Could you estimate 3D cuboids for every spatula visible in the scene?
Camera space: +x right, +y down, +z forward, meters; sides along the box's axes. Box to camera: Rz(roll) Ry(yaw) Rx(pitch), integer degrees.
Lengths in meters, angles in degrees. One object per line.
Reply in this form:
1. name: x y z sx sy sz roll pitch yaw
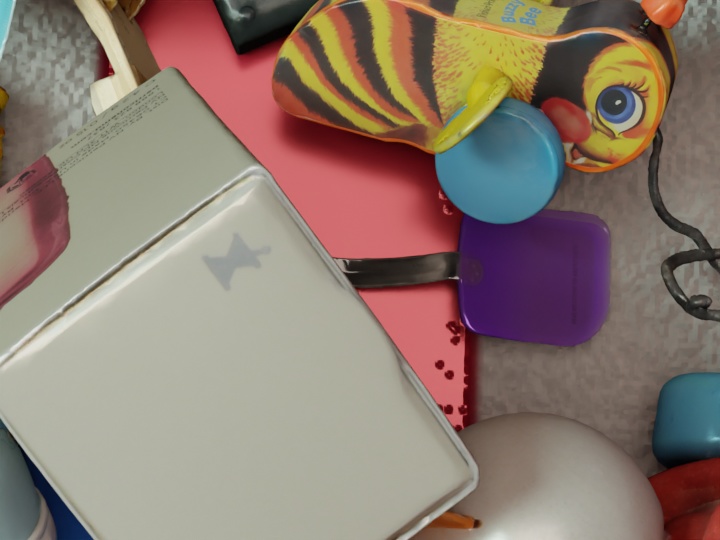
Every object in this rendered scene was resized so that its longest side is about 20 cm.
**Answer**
1. spatula: 0.000 0.000 0.890 0.200 0.021 0.057 1 73 1

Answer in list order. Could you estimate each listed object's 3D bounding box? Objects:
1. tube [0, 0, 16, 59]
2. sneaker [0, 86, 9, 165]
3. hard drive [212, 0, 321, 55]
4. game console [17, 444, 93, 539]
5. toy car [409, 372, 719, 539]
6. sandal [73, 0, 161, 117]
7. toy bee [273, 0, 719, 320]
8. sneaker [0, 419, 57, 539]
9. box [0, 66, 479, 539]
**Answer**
1. tube: -0.204 -0.147 0.855 0.200 0.050 0.078 24 106 21
2. sneaker: -0.165 -0.033 0.865 0.077 0.073 0.200 -19 86 -2
3. hard drive: 0.013 -0.190 0.905 0.200 0.033 0.140 -24 85 -4
4. game console: -0.048 0.170 0.875 0.200 0.118 0.171 7 115 0
5. toy car: 0.076 0.106 0.792 0.200 0.177 0.185 15 74 -12
6. sandal: -0.087 -0.127 0.872 0.070 0.078 0.212 -22 93 9
7. toy bee: 0.075 -0.076 0.855 0.200 0.131 0.109 14 120 -16
8. sneaker: -0.207 0.044 0.811 0.200 0.131 0.080 10 41 17
9. box: -0.058 0.025 0.765 0.109 0.200 0.128 -36 108 -1
